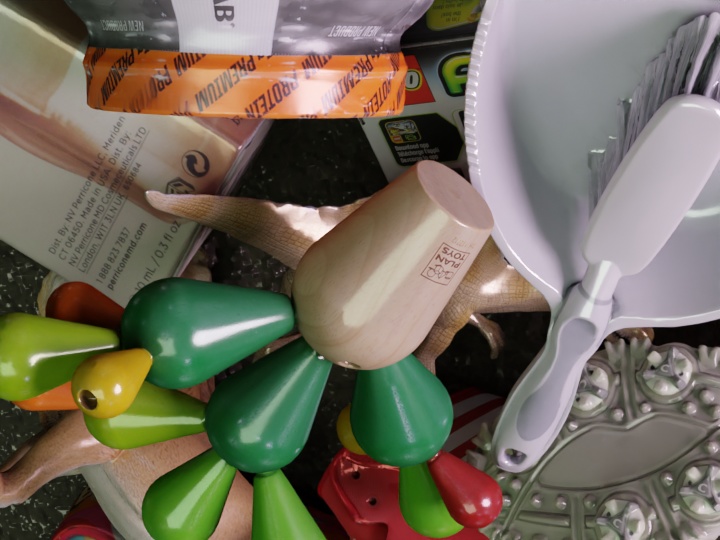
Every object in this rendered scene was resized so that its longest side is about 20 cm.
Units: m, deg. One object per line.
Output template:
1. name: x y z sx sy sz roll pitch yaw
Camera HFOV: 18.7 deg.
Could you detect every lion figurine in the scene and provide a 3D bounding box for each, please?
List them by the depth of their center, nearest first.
1. lion figurine: -0.067 0.083 0.805 0.200 0.122 0.072 56 155 2

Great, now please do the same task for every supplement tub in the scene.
1. supplement tub: -0.032 -0.146 0.646 0.122 0.123 0.200 3 96 17

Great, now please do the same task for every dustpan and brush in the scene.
1. dustpan and brush: 0.082 -0.011 0.689 0.140 0.057 0.200 20 137 -5

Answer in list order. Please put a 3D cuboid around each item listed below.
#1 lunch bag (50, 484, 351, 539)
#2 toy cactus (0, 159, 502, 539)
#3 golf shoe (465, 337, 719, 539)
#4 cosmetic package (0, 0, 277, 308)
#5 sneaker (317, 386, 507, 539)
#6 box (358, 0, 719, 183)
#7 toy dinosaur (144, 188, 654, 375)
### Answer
1. lunch bag: -0.045 0.181 0.892 0.200 0.082 0.176 24 123 4
2. toy cactus: -0.022 0.037 0.685 0.200 0.102 0.165 28 119 -26
3. golf shoe: 0.138 0.059 0.754 0.200 0.078 0.097 -19 156 20
4. cosmetic package: -0.127 -0.083 0.760 0.200 0.103 0.087 30 122 -2
5. sneaker: 0.023 0.133 0.794 0.115 0.200 0.078 23 152 11
6. box: 0.101 -0.056 0.716 0.200 0.035 0.110 -4 139 20
7. toy dinosaur: 0.000 0.000 0.750 0.200 0.058 0.101 13 137 -26
